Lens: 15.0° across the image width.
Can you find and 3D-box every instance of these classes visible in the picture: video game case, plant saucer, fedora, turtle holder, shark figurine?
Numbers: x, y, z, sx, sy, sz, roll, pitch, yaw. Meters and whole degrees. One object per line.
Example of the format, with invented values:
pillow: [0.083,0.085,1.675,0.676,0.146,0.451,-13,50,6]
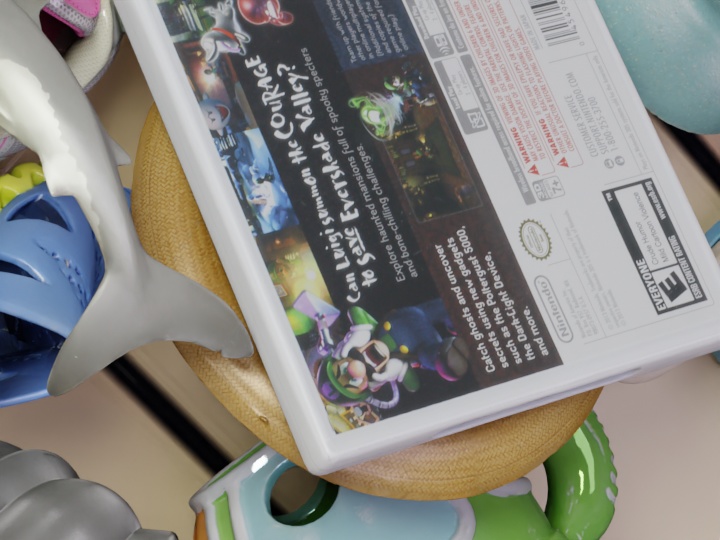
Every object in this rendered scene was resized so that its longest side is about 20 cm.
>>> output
video game case: [0.025,-0.041,0.997,0.181,0.023,0.201,-15,73,-27]
plant saucer: [0.145,-0.158,1.129,0.199,0.036,0.201,12,75,-48]
fedora: [0.000,0.000,1.032,0.199,0.082,0.202,7,65,-16]
turtle holder: [0.016,0.109,1.080,0.185,0.141,0.132,-37,90,18]
shark figurine: [-0.113,-0.065,0.931,0.089,0.214,0.129,-27,148,-47]

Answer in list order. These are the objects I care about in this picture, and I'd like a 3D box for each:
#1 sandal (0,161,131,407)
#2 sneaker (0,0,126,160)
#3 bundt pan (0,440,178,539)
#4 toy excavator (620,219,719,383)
sandal: [-0.131,0.019,0.996,0.200,0.087,0.080,-30,141,-53]
sneaker: [-0.112,-0.118,1.023,0.081,0.088,0.201,25,85,-26]
bundt pan: [-0.106,0.136,1.003,0.202,0.201,0.076,50,63,-22]
toy excavator: [0.167,0.014,1.184,0.200,0.100,0.195,-40,111,-8]
